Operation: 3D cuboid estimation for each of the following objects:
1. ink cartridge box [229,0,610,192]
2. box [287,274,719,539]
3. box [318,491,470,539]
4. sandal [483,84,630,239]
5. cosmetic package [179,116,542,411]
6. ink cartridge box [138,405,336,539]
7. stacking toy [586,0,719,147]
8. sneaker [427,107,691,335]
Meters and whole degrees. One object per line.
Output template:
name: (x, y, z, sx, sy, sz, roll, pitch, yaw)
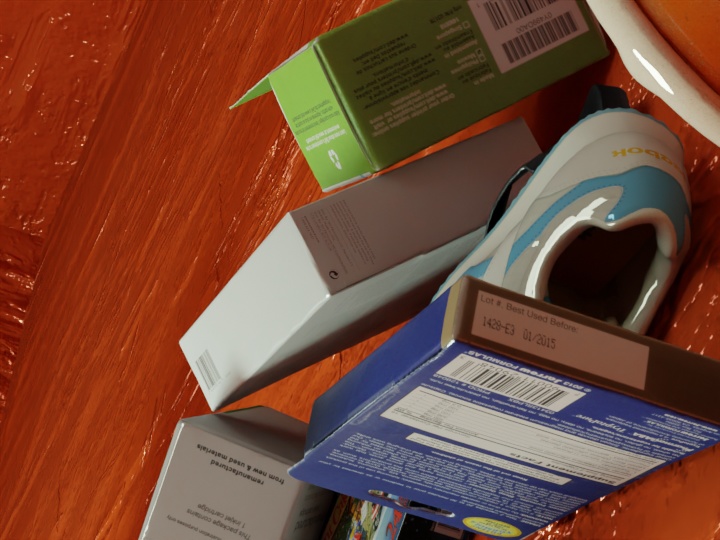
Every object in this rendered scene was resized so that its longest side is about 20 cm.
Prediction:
ink cartridge box: (0.025, -0.105, 0.997, 0.076, 0.147, 0.200, 63, 163, -3)
box: (0.054, 0.064, 0.744, 0.200, 0.121, 0.033, 135, 149, -60)
box: (-0.002, 0.189, 0.960, 0.137, 0.038, 0.201, -152, 81, -75)
sandal: (0.078, 0.000, 0.888, 0.076, 0.043, 0.201, -100, 32, -61)
cosmetic package: (0.000, 0.000, 0.983, 0.052, 0.150, 0.200, 63, 151, 10)
ink cartridge box: (-0.077, 0.188, 1.044, 0.145, 0.084, 0.201, 3, -73, -75)
stacking toy: (0.175, -0.140, 0.596, 0.200, 0.146, 0.147, -42, 29, 33)
sneaker: (0.076, 0.026, 0.796, 0.081, 0.076, 0.201, -85, 19, -57)
